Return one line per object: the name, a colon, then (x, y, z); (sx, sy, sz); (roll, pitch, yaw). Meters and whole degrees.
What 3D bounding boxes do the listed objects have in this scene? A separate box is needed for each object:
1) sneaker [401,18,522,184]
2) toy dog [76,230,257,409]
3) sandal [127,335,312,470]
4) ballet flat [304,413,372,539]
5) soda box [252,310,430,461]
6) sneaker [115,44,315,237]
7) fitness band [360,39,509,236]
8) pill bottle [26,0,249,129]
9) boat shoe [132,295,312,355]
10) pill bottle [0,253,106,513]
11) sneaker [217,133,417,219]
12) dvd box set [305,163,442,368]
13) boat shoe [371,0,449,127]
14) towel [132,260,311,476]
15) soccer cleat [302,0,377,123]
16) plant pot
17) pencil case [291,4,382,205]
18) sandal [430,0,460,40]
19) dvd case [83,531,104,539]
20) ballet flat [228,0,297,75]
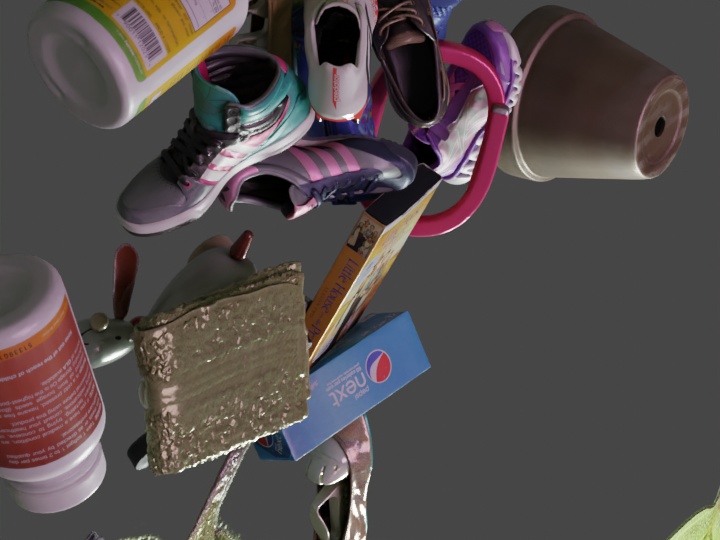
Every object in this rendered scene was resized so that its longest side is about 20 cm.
sneaker: (0.094, -0.164, 1.767); (0.088, 0.081, 0.201); (-12, 140, -36)
toy dog: (-0.155, 0.021, 1.522); (0.200, 0.131, 0.097); (-47, 162, -44)
sandal: (-0.122, 0.131, 1.612); (0.200, 0.048, 0.075); (-35, 168, -7)
ballet flat: (-0.025, 0.224, 1.841); (0.067, 0.068, 0.201); (-26, 125, -37)
soda box: (-0.026, 0.115, 1.753); (0.200, 0.064, 0.068); (-32, 105, -35)
sneaker: (-0.131, -0.119, 1.464); (0.200, 0.084, 0.121); (-38, 149, -12)
fitness band: (0.068, -0.129, 1.726); (0.037, 0.143, 0.201); (-90, -167, -67)
pill bottle: (-0.160, -0.211, 1.393); (0.200, 0.111, 0.112); (-44, 138, -32)
boat shoe: (-0.123, 0.057, 1.620); (0.201, 0.065, 0.075); (-26, 155, -44)
pill bottle: (-0.269, 0.095, 1.397); (0.112, 0.112, 0.201); (-42, 137, -34)
sneaker: (-0.041, -0.078, 1.574); (0.199, 0.082, 0.070); (3, 145, -16)
dvd box set: (0.000, 0.000, 1.692); (0.201, 0.029, 0.146); (-60, 171, 31)
boat shoe: (0.041, -0.228, 1.629); (0.074, 0.073, 0.201); (-23, 108, -1)
towel: (-0.113, 0.083, 1.487); (0.200, 0.036, 0.149); (-23, 116, -47)
soccer cleat: (-0.019, -0.219, 1.515); (0.085, 0.068, 0.201); (91, 0, -54)
plant pot: (0.264, -0.180, 1.939); (0.200, 0.173, 0.201); (-31, 131, -44)
pencil case: (-0.021, -0.152, 1.640); (0.087, 0.077, 0.201); (-80, 165, -55)
sandal: (0.065, -0.274, 1.694); (0.079, 0.087, 0.201); (-40, 139, -40)
dvd case: (-0.279, 0.358, 1.600); (0.200, 0.016, 0.149); (-49, 139, -26)
ballet flat: (-0.089, -0.222, 1.545); (0.063, 0.069, 0.201); (-4, 110, -23)
